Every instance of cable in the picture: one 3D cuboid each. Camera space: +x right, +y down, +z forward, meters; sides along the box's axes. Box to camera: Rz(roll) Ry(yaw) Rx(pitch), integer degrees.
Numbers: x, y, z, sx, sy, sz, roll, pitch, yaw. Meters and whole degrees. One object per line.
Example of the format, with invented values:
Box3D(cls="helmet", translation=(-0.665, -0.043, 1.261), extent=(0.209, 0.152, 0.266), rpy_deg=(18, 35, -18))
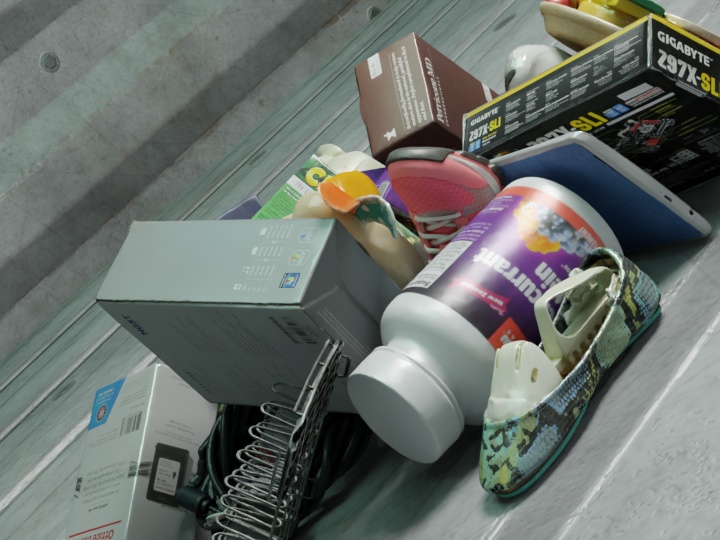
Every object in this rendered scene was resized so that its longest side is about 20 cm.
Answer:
Box3D(cls="cable", translation=(-0.057, 0.126, 1.230), extent=(0.200, 0.051, 0.163), rpy_deg=(-49, 29, -9))

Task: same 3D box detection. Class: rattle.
Box3D(cls="rattle", translation=(0.002, -0.055, 1.189), extent=(0.143, 0.130, 0.200), rpy_deg=(-56, -20, -25))

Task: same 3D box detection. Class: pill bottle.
Box3D(cls="pill bottle", translation=(0.085, 0.036, 1.101), extent=(0.200, 0.111, 0.111), rpy_deg=(-45, 14, -24))

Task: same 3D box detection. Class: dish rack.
Box3D(cls="dish rack", translation=(-0.061, 0.143, 1.052), extent=(0.153, 0.054, 0.200), rpy_deg=(-67, -6, -59))

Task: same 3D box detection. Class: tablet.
Box3D(cls="tablet", translation=(0.156, -0.051, 1.176), extent=(0.014, 0.130, 0.200), rpy_deg=(-63, 20, -17))

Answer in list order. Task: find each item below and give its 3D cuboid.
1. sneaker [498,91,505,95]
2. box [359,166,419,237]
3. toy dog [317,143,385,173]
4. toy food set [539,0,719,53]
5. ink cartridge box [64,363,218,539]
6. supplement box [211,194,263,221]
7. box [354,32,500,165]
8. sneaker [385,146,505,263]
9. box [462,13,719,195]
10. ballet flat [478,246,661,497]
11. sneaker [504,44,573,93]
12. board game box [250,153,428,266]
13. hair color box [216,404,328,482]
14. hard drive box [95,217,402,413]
Box3D(cls="sneaker", translation=(0.192, -0.176, 1.621), extent=(0.200, 0.081, 0.147), rpy_deg=(-39, 15, 24))
Box3D(cls="box", translation=(0.052, -0.042, 1.415), extent=(0.039, 0.137, 0.200), rpy_deg=(-63, 17, -8))
Box3D(cls="toy dog", translation=(-0.033, -0.012, 1.591), extent=(0.200, 0.139, 0.194), rpy_deg=(-54, 7, -9))
Box3D(cls="toy food set", translation=(0.236, -0.174, 1.255), extent=(0.049, 0.200, 0.198), rpy_deg=(-64, 19, 6))
Box3D(cls="ink cartridge box", translation=(-0.188, 0.191, 1.324), extent=(0.116, 0.067, 0.200), rpy_deg=(-24, 51, 50))
Box3D(cls="supplement box", translation=(-0.112, 0.029, 1.424), extent=(0.109, 0.109, 0.200), rpy_deg=(-33, -8, -13))
Box3D(cls="box", translation=(0.086, -0.121, 1.418), extent=(0.075, 0.200, 0.100), rpy_deg=(-29, 57, 29))
Box3D(cls="sneaker", translation=(0.080, -0.020, 1.191), extent=(0.074, 0.200, 0.087), rpy_deg=(-2, 60, 32))
Box3D(cls="box", translation=(0.200, -0.107, 1.184), extent=(0.200, 0.160, 0.049), rpy_deg=(-25, 52, 49))
Box3D(cls="ballet flat", translation=(0.123, 0.057, 1.018), extent=(0.074, 0.074, 0.200), rpy_deg=(-23, 20, 51))
Box3D(cls="sneaker", translation=(0.198, -0.136, 1.262), extent=(0.087, 0.200, 0.075), rpy_deg=(-5, 74, 52))
Box3D(cls="board game box", translation=(0.000, 0.000, 1.303), extent=(0.105, 0.200, 0.023), rpy_deg=(-47, -18, -11))
Box3D(cls="hair color box", translation=(-0.048, 0.098, 1.382), extent=(0.200, 0.061, 0.099), rpy_deg=(-37, 12, 11))
Box3D(cls="hard drive box", translation=(-0.069, 0.035, 1.170), extent=(0.200, 0.156, 0.077), rpy_deg=(0, 57, 36))
